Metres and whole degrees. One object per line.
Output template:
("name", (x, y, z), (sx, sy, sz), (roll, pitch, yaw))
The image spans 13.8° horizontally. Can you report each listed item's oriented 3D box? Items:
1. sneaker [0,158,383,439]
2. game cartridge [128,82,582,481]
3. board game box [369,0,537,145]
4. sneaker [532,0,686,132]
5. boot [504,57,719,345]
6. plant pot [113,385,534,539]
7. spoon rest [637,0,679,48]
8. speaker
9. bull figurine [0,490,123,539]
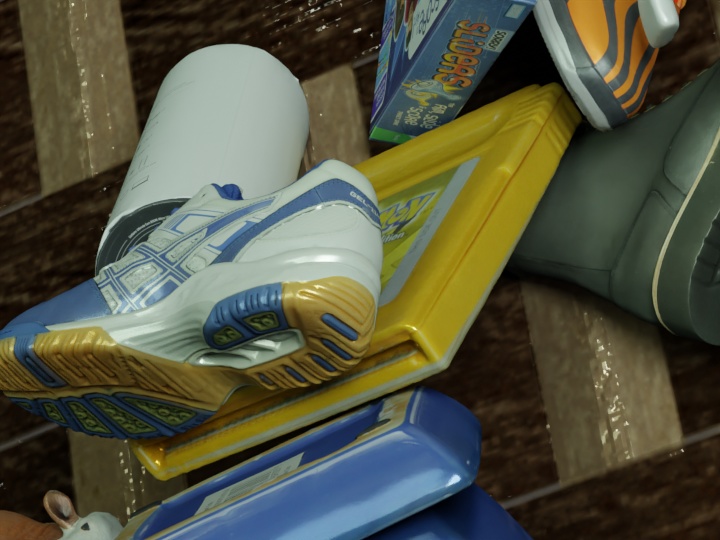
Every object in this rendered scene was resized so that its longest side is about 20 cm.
("sneaker", (-0.070, 0.011, 1.259), (0.199, 0.075, 0.089), (-13, 50, 31))
("game cartridge", (0.000, 0.000, 1.331), (0.176, 0.032, 0.200), (-23, 24, 37))
("board game box", (0.047, -0.151, 1.361), (0.034, 0.200, 0.136), (10, 73, -9))
("sneaker", (0.138, -0.149, 1.334), (0.111, 0.078, 0.201), (-20, 37, 21))
("boot", (0.146, -0.074, 1.341), (0.138, 0.077, 0.201), (16, 70, 47))
("plant pot", (-0.005, 0.161, 1.206), (0.199, 0.200, 0.181), (-24, 93, 5))
("spoon rest", (0.204, -0.161, 1.258), (0.199, 0.099, 0.061), (-23, 82, -6))
("speaker", (-0.071, -0.036, 1.381), (0.081, 0.081, 0.200), (-33, 18, 16))
("bull figurine", (-0.203, 0.152, 1.452), (0.199, 0.065, 0.121), (11, 45, 41))
